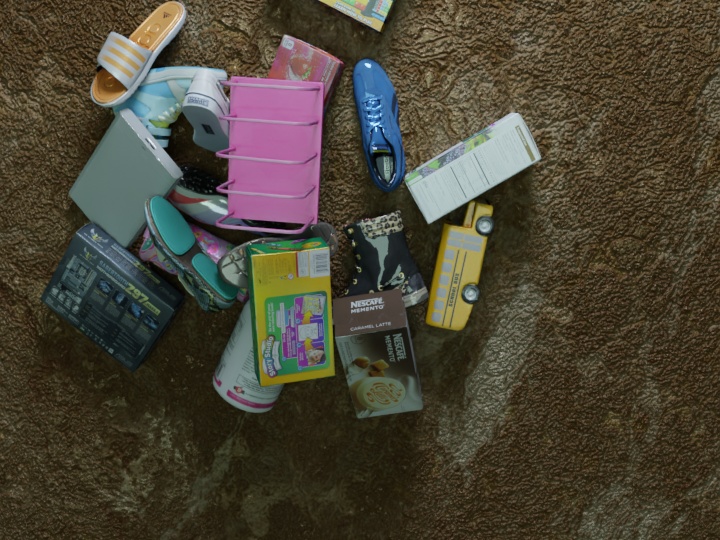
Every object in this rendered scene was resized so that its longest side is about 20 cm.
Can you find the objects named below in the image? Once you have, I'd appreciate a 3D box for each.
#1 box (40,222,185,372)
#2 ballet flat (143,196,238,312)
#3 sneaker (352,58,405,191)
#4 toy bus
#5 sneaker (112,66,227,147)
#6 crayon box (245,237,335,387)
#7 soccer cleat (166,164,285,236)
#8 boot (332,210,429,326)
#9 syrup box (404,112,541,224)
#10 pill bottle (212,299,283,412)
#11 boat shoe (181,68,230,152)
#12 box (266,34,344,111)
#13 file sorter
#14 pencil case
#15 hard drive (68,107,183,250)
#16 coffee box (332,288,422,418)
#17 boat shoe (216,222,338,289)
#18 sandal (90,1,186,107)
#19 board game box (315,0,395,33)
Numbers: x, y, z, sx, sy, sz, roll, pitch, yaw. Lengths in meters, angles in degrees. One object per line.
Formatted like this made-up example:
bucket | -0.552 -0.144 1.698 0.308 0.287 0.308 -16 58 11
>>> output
box | -0.403 0.046 1.306 0.198 0.051 0.158 37 119 -5
ballet flat | -0.269 -0.016 1.214 0.074 0.074 0.201 -37 93 10
sneaker | 0.029 -0.222 1.228 0.064 0.079 0.206 -10 100 8
toy bus | 0.157 -0.012 1.269 0.076 0.065 0.206 10 103 3
sneaker | -0.294 -0.245 1.245 0.194 0.079 0.134 -2 100 14
crayon box | -0.103 0.062 1.186 0.116 0.058 0.206 -6 107 -15
soccer cleat | -0.215 -0.097 1.283 0.196 0.069 0.074 23 135 -11
boot | 0.000 0.000 1.278 0.195 0.073 0.155 -14 95 17
syrup box | 0.170 -0.158 1.230 0.197 0.079 0.083 -30 98 9
pill bottle | -0.150 0.113 1.284 0.111 0.114 0.203 26 107 -2
boat shoe | -0.216 -0.232 1.192 0.072 0.200 0.067 11 78 -3
box | -0.105 -0.242 1.219 0.094 0.100 0.204 24 103 -2
file sorter | -0.129 -0.162 1.123 0.135 0.126 0.206 4 103 3
pencil case | -0.250 -0.020 1.283 0.196 0.088 0.089 24 103 0
hard drive | -0.368 -0.134 1.249 0.132 0.026 0.200 49 126 1
coffee box | 0.029 0.133 1.253 0.111 0.081 0.203 -8 133 4
boat shoe | -0.129 -0.020 1.239 0.196 0.073 0.077 -16 97 -24
sandal | -0.341 -0.338 1.194 0.078 0.060 0.209 23 71 24
board game box | -0.023 -0.473 1.189 0.196 0.057 0.168 25 103 -2
